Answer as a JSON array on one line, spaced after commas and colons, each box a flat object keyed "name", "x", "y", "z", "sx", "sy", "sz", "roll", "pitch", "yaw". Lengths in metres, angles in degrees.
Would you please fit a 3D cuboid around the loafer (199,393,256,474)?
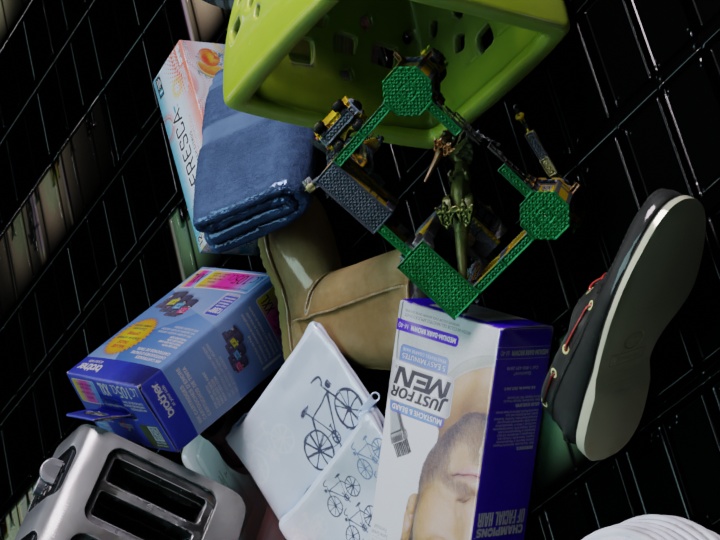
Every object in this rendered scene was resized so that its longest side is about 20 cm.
[{"name": "loafer", "x": -0.144, "y": 0.108, "z": 1.872, "sx": 0.072, "sy": 0.063, "sz": 0.200, "roll": -48, "pitch": 43, "yaw": 4}]

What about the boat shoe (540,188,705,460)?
[{"name": "boat shoe", "x": 0.173, "y": 0.030, "z": 1.380, "sx": 0.063, "sy": 0.073, "sz": 0.202, "roll": 44, "pitch": 129, "yaw": 40}]

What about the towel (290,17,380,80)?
[{"name": "towel", "x": -0.034, "y": -0.256, "z": 1.666, "sx": 0.023, "sy": 0.143, "sz": 0.201, "roll": -1, "pitch": 85, "yaw": 42}]

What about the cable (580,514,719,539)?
[{"name": "cable", "x": 0.187, "y": 0.261, "z": 1.345, "sx": 0.200, "sy": 0.069, "sz": 0.201, "roll": 29, "pitch": 112, "yaw": 55}]

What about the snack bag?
[{"name": "snack bag", "x": -0.027, "y": 0.165, "z": 1.688, "sx": 0.200, "sy": 0.021, "sz": 0.189, "roll": 56, "pitch": 136, "yaw": 20}]

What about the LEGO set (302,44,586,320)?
[{"name": "LEGO set", "x": 0.063, "y": -0.070, "z": 1.501, "sx": 0.154, "sy": 0.200, "sz": 0.116, "roll": -55, "pitch": 1, "yaw": 21}]

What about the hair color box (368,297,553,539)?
[{"name": "hair color box", "x": 0.073, "y": 0.129, "z": 1.528, "sx": 0.109, "sy": 0.065, "sz": 0.201, "roll": 15, "pitch": 102, "yaw": 46}]

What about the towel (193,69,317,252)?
[{"name": "towel", "x": -0.083, "y": -0.108, "z": 1.731, "sx": 0.111, "sy": 0.049, "sz": 0.201, "roll": -21, "pitch": 39, "yaw": 22}]

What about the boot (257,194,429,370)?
[{"name": "boot", "x": 0.000, "y": 0.000, "z": 1.672, "sx": 0.200, "sy": 0.066, "sz": 0.176, "roll": -15, "pitch": 88, "yaw": 57}]

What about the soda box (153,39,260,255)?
[{"name": "soda box", "x": -0.130, "y": -0.113, "z": 1.882, "sx": 0.068, "sy": 0.063, "sz": 0.201, "roll": -50, "pitch": 47, "yaw": 44}]

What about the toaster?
[{"name": "toaster", "x": -0.204, "y": 0.255, "z": 1.742, "sx": 0.182, "sy": 0.199, "sz": 0.119, "roll": -67, "pitch": 8, "yaw": -26}]

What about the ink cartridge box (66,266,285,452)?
[{"name": "ink cartridge box", "x": -0.160, "y": 0.084, "z": 1.782, "sx": 0.136, "sy": 0.200, "sz": 0.077, "roll": 3, "pitch": 129, "yaw": 54}]

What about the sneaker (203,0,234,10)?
[{"name": "sneaker", "x": -0.105, "y": -0.258, "z": 1.835, "sx": 0.200, "sy": 0.081, "sz": 0.074, "roll": 17, "pitch": 102, "yaw": 57}]

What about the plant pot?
[{"name": "plant pot", "x": 0.017, "y": -0.227, "z": 1.542, "sx": 0.199, "sy": 0.199, "sz": 0.182, "roll": -39, "pitch": 50, "yaw": 50}]

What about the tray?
[{"name": "tray", "x": -0.117, "y": 0.193, "z": 1.879, "sx": 0.200, "sy": 0.022, "sz": 0.108, "roll": 51, "pitch": 129, "yaw": 46}]
